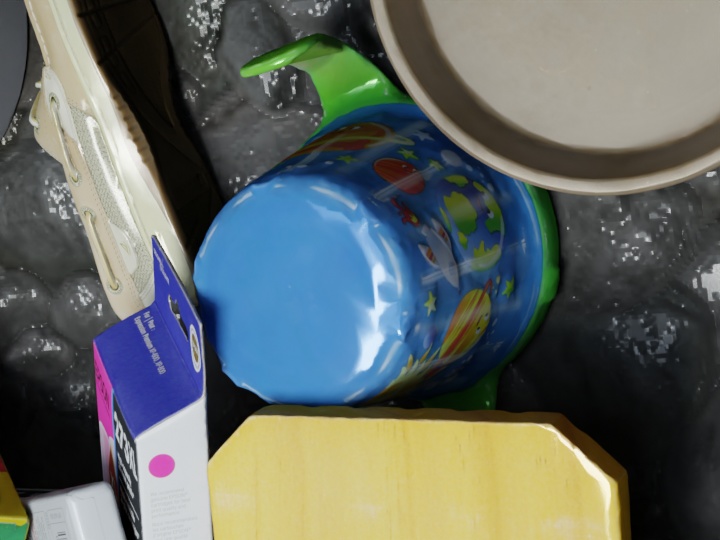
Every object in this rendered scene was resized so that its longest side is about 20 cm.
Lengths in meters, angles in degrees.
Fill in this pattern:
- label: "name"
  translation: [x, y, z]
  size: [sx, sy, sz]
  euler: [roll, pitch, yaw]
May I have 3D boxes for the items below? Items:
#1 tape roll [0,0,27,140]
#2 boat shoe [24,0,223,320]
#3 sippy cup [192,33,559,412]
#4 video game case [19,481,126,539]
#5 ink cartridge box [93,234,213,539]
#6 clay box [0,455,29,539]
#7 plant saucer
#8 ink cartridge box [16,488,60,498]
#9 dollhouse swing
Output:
- label: "tape roll"
  translation: [-0.263, -0.120, 0.943]
  size: [0.200, 0.066, 0.201]
  euler: [5, 103, 23]
- label: "boat shoe"
  translation: [-0.121, -0.072, 0.887]
  size: [0.065, 0.072, 0.200]
  euler: [-19, 97, 25]
- label: "sippy cup"
  translation: [0.000, 0.000, 0.810]
  size: [0.178, 0.130, 0.140]
  euler: [39, 113, 13]
- label: "video game case"
  translation: [-0.119, 0.197, 0.855]
  size: [0.182, 0.023, 0.200]
  euler: [-21, 85, 63]
- label: "ink cartridge box"
  translation: [-0.086, 0.095, 0.824]
  size: [0.037, 0.095, 0.200]
  euler: [-6, 115, -16]
- label: "clay box"
  translation: [-0.208, 0.117, 0.909]
  size: [0.200, 0.048, 0.115]
  euler: [44, 122, 58]
- label: "plant saucer"
  translation: [0.100, -0.131, 0.783]
  size: [0.200, 0.029, 0.200]
  euler: [2, 96, 17]
- label: "ink cartridge box"
  translation: [-0.101, 0.204, 0.945]
  size: [0.200, 0.043, 0.199]
  euler: [-3, 98, 24]
- label: "dollhouse swing"
  translation: [0.048, 0.143, 0.806]
  size: [0.200, 0.182, 0.176]
  euler: [-1, 88, 24]
